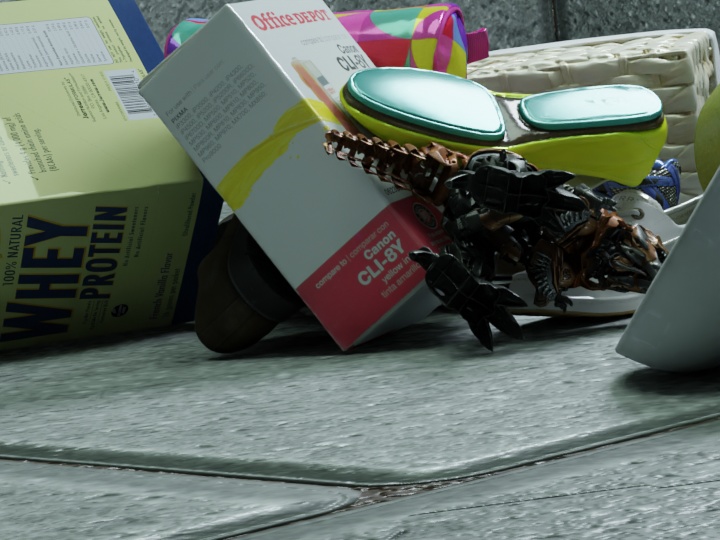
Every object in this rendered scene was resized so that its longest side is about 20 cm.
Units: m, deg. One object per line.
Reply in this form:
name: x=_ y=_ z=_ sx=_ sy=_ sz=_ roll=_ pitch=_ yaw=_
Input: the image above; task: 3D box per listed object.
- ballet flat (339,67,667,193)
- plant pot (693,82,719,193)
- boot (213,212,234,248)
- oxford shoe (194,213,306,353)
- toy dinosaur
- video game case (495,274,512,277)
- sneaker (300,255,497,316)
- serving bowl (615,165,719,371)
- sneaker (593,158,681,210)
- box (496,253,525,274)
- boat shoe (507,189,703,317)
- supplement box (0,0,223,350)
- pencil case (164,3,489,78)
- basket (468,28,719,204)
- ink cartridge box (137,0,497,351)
ballet flat: x=0.082 y=-0.074 z=1.645 sx=0.199 sy=0.067 sz=0.067 roll=2 pitch=37 yaw=-14
plant pot: x=0.321 y=-0.092 z=1.850 sx=0.200 sy=0.201 sz=0.184 roll=-9 pitch=-6 yaw=-30
boot: x=-0.011 y=-0.062 z=2.099 sx=0.199 sy=0.078 sz=0.138 roll=-14 pitch=18 yaw=34
oxford shoe: x=-0.063 y=-0.012 z=1.723 sx=0.084 sy=0.073 sz=0.200 roll=-43 pitch=7 yaw=26
toy dinosaur: x=0.076 y=-0.025 z=1.573 sx=0.199 sy=0.103 sz=0.136 roll=3 pitch=17 yaw=4
video game case: x=0.112 y=-0.015 z=2.076 sx=0.199 sy=0.023 sz=0.182 roll=-3 pitch=6 yaw=44
sneaker: x=0.000 y=0.000 z=1.811 sx=0.199 sy=0.074 sz=0.088 roll=-5 pitch=17 yaw=47
serving bowl: x=0.197 y=-0.032 z=1.339 sx=0.066 sy=0.201 sz=0.200 roll=30 pitch=9 yaw=5
sneaker: x=0.136 y=-0.077 z=1.931 sx=0.199 sy=0.079 sz=0.075 roll=27 pitch=-7 yaw=-24
box: x=0.082 y=-0.039 z=1.846 sx=0.163 sy=0.021 sz=0.200 roll=2 pitch=-19 yaw=36
boat shoe: x=0.157 y=-0.014 z=1.679 sx=0.071 sy=0.070 sz=0.199 roll=4 pitch=12 yaw=44
supplement box: x=-0.222 y=-0.066 z=1.871 sx=0.199 sy=0.135 sz=0.200 roll=-8 pitch=47 yaw=-25
pencil case: x=-0.024 y=-0.124 z=1.785 sx=0.199 sy=0.089 sz=0.088 roll=0 pitch=6 yaw=18
basket: x=0.169 y=-0.101 z=2.086 sx=0.199 sy=0.136 sz=0.123 roll=-6 pitch=6 yaw=12
ink cartridge box: x=-0.019 y=-0.063 z=1.665 sx=0.083 sy=0.200 sz=0.145 roll=-42 pitch=-8 yaw=21
